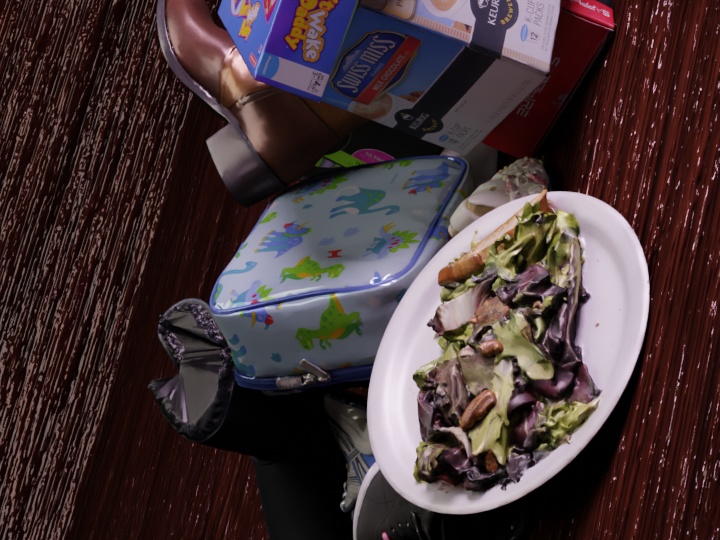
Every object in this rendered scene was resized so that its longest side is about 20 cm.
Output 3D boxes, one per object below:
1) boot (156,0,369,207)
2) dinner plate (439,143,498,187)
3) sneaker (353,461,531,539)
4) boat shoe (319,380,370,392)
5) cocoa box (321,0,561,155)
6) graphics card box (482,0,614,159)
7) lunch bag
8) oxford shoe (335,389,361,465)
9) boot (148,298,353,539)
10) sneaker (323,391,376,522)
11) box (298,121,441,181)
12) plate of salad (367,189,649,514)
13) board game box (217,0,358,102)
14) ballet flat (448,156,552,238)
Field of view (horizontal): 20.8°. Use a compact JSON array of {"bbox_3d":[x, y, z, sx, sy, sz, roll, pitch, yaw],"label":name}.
[{"bbox_3d":[-0.035,-0.169,1.387,0.199,0.068,0.189,-32,57,12],"label":"boot"},{"bbox_3d":[0.054,-0.022,1.480,0.200,0.024,0.202,-162,90,-78],"label":"dinner plate"},{"bbox_3d":[0.043,0.150,1.172,0.200,0.070,0.100,-55,15,40],"label":"sneaker"},{"bbox_3d":[-0.011,0.030,1.428,0.200,0.092,0.075,-135,48,-64],"label":"boat shoe"},{"bbox_3d":[0.052,-0.204,1.265,0.133,0.130,0.202,138,147,-62],"label":"cocoa box"},{"bbox_3d":[0.123,-0.187,1.348,0.201,0.050,0.126,-84,18,-46],"label":"graphics card box"},{"bbox_3d":[0.000,0.000,1.308,0.200,0.159,0.083,-61,-44,-56],"label":"lunch bag"},{"bbox_3d":[-0.039,0.184,1.475,0.071,0.072,0.202,-158,86,-77],"label":"oxford shoe"},{"bbox_3d":[-0.073,0.129,1.359,0.076,0.168,0.202,-23,66,22],"label":"boot"},{"bbox_3d":[0.011,0.135,1.335,0.200,0.076,0.086,-149,70,-79],"label":"sneaker"},{"bbox_3d":[0.009,-0.161,1.543,0.200,0.147,0.125,-54,13,53],"label":"box"},{"bbox_3d":[0.074,0.039,1.100,0.199,0.048,0.202,-27,45,30],"label":"plate of salad"},{"bbox_3d":[-0.037,-0.197,1.230,0.200,0.044,0.136,-118,48,-69],"label":"board game box"},{"bbox_3d":[0.086,-0.011,1.231,0.076,0.063,0.201,-55,20,36],"label":"ballet flat"}]
